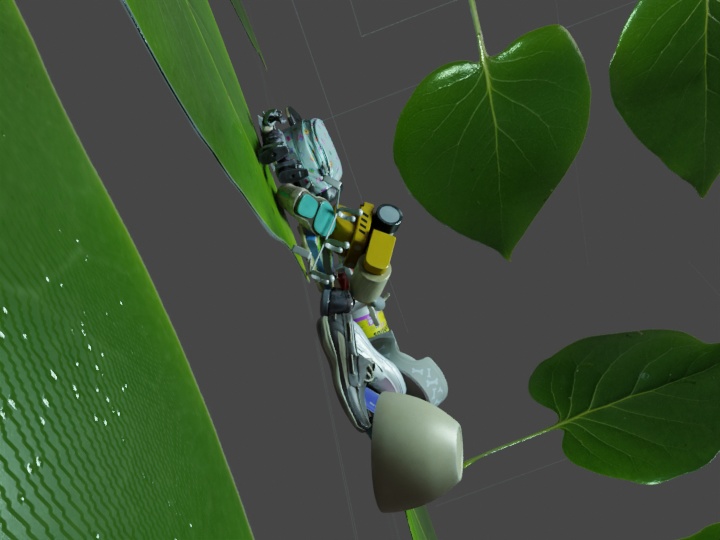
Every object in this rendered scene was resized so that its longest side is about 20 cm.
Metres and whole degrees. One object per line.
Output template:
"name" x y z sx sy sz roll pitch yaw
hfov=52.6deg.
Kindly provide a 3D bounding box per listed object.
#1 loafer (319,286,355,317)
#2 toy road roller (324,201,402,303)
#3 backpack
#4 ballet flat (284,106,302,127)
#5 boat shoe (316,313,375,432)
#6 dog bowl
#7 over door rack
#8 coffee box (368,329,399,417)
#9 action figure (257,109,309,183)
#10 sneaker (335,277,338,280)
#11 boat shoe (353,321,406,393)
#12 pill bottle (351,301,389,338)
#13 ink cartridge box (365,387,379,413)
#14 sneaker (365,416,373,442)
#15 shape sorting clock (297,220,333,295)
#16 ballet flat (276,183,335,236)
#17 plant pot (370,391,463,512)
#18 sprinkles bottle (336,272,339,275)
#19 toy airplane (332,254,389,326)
"loafer" -0.036 0.069 1.410 0.200 0.062 0.073 20 75 -84
"toy road roller" -0.007 -0.048 1.476 0.123 0.144 0.202 113 -9 -52
"backpack" -0.117 -0.261 1.759 0.167 0.125 0.202 -88 155 -77
"ballet flat" -0.214 -0.468 2.498 0.201 0.056 0.067 64 32 -31
"boat shoe" -0.012 0.164 1.200 0.074 0.072 0.203 48 23 -85
"dog bowl" 0.082 0.234 1.532 0.059 0.198 0.202 -52 135 -36
"over door rack" -0.054 -0.062 1.320 0.200 0.066 0.149 66 45 -74
"coffee box" 0.056 0.256 1.674 0.080 0.113 0.202 -111 -178 -72
"action figure" -0.147 -0.219 1.329 0.201 0.069 0.131 -113 177 -62
"sneaker" 0.006 0.026 1.811 0.200 0.084 0.078 -40 -107 48
"boat shoe" 0.011 0.192 1.435 0.200 0.073 0.067 48 37 -11
"pill bottle" 0.027 0.177 1.760 0.104 0.103 0.202 -100 170 -80
"ink cartridge box" 0.035 0.265 1.447 0.094 0.037 0.200 32 -3 9
"sneaker" 0.061 0.349 1.468 0.200 0.071 0.081 35 74 -55
"shape sorting clock" -0.092 -0.042 1.496 0.200 0.039 0.203 -12 90 -83
"ballet flat" -0.103 -0.118 1.366 0.067 0.069 0.200 24 -8 20
"plant pot" 0.104 0.310 1.243 0.200 0.132 0.204 -2 90 -76
"sprinkles bottle" -0.013 0.100 1.986 0.068 0.067 0.202 -104 174 -73
"toy airplane" 0.000 0.000 1.648 0.199 0.139 0.203 -129 -153 -61
